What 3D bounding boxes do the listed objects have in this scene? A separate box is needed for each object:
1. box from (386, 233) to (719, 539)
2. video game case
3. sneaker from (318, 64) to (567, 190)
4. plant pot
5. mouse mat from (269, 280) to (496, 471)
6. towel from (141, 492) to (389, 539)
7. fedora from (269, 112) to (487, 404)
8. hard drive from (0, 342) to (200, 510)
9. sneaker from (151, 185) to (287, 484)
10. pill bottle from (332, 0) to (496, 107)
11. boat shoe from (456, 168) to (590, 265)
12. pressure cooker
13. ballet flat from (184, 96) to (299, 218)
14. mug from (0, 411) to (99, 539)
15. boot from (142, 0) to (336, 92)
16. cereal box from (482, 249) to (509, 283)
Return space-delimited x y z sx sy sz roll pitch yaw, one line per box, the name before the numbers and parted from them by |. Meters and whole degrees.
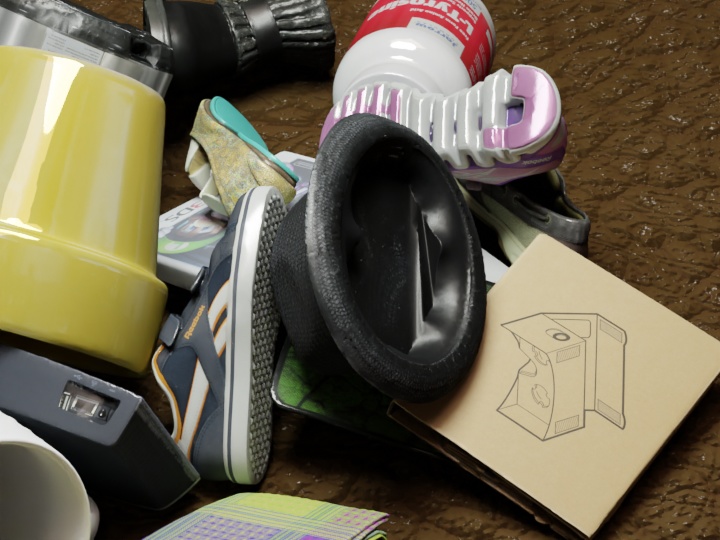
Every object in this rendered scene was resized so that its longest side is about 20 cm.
box | 0.137 0.077 1.523 0.163 0.021 0.200 33 53 15
video game case | -0.061 -0.031 1.667 0.181 0.023 0.199 -30 30 -33
sneaker | 0.067 -0.093 1.644 0.199 0.088 0.081 -5 71 27
plant pot | -0.217 -0.042 1.524 0.199 0.201 0.190 12 81 17
mouse mat | 0.049 0.059 1.536 0.199 0.008 0.162 18 51 0
towel | -0.090 0.188 1.377 0.143 0.023 0.200 5 22 36
fedora | 0.000 0.000 1.491 0.091 0.201 0.201 -21 23 38
hard drive | -0.213 0.095 1.477 0.199 0.135 0.042 17 66 25
sneaker | -0.097 0.040 1.510 0.079 0.078 0.202 4 81 18
pill bottle | 0.041 -0.152 1.775 0.111 0.113 0.200 5 26 9
boat shoe | 0.125 -0.056 1.689 0.071 0.066 0.201 12 25 -27
pressure cooker | -0.250 -0.108 1.681 0.175 0.201 0.178 24 5 25
ballet flat | -0.100 -0.080 1.701 0.070 0.071 0.200 -11 21 -13
mug | -0.257 0.146 1.415 0.199 0.149 0.175 7 12 -42
boot | -0.098 -0.192 1.841 0.157 0.080 0.211 -2 12 0
cereal box | 0.042 0.029 1.623 0.143 0.040 0.200 -27 44 -29
